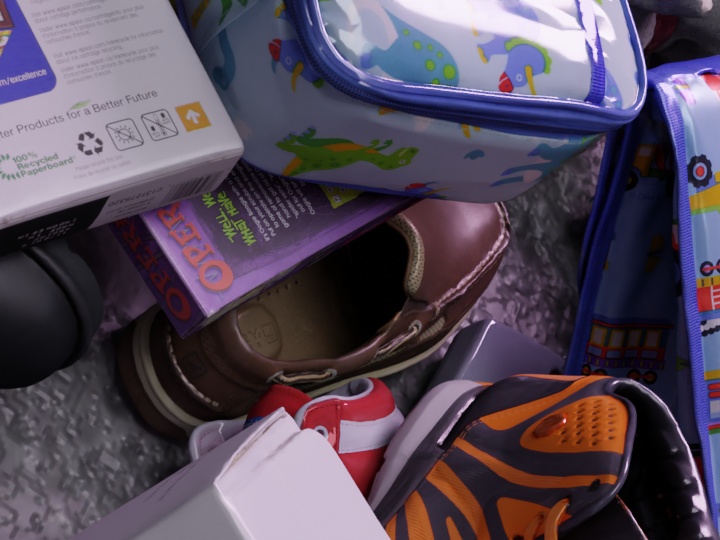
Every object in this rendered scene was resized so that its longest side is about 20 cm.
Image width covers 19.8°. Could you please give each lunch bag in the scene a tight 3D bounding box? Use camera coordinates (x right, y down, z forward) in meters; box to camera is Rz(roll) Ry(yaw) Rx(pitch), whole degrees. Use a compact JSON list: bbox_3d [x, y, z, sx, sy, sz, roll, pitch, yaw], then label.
[{"bbox_3d":[0.013,-0.127,0.721,0.161,0.082,0.200,8,62,-37],"label":"lunch bag"},{"bbox_3d":[0.152,0.002,0.792,0.150,0.094,0.200,-10,107,-42],"label":"lunch bag"}]

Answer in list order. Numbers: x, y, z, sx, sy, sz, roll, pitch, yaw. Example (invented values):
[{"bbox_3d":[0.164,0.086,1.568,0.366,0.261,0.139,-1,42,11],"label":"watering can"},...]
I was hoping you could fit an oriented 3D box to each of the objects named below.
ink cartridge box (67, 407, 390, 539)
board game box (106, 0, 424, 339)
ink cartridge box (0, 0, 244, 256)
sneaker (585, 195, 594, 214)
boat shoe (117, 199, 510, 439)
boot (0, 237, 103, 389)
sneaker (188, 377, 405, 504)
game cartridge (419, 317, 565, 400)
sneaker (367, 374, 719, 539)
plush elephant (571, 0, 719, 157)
[{"bbox_3d":[-0.067,0.152,0.556,0.145,0.200,0.085,57,14,-1],"label":"ink cartridge box"},{"bbox_3d":[-0.067,-0.088,0.723,0.120,0.032,0.200,-29,84,-37],"label":"board game box"},{"bbox_3d":[-0.123,-0.104,0.660,0.095,0.037,0.200,-19,76,-32],"label":"ink cartridge box"},{"bbox_3d":[0.166,0.037,0.922,0.093,0.070,0.200,-21,83,-28],"label":"sneaker"},{"bbox_3d":[0.003,0.006,0.786,0.202,0.075,0.075,-33,91,-45],"label":"boat shoe"},{"bbox_3d":[-0.191,0.024,0.612,0.200,0.076,0.168,33,48,-16],"label":"boot"},{"bbox_3d":[-0.039,0.113,0.682,0.200,0.071,0.113,-39,106,-41],"label":"sneaker"},{"bbox_3d":[0.094,0.120,0.832,0.200,0.042,0.133,44,43,-13],"label":"game cartridge"},{"bbox_3d":[0.039,0.104,0.631,0.078,0.112,0.200,47,52,-28],"label":"sneaker"},{"bbox_3d":[0.114,-0.129,0.886,0.155,0.165,0.200,7,57,-29],"label":"plush elephant"}]
